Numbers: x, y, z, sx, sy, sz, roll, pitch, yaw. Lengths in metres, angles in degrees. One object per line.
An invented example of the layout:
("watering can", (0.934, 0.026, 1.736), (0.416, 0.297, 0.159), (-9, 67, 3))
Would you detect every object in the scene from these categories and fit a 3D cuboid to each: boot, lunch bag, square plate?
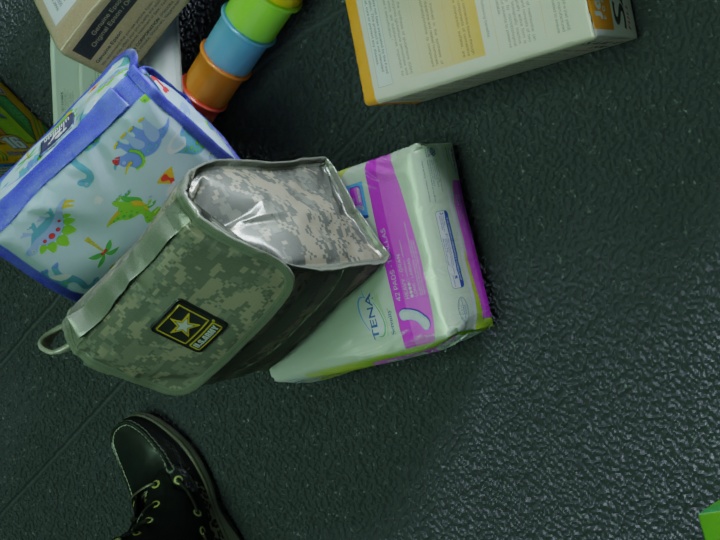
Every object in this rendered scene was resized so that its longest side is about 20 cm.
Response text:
("boot", (-0.194, 0.223, 1.228), (0.073, 0.153, 0.205), (-45, 71, 31))
("lunch bag", (-0.103, 0.005, 1.022), (0.164, 0.199, 0.118), (-43, 70, 30))
("square plate", (-0.224, -0.162, 1.242), (0.197, 0.028, 0.203), (-8, 84, 47))
("lunch bag", (-0.191, -0.068, 1.069), (0.170, 0.200, 0.128), (-45, 79, 4))

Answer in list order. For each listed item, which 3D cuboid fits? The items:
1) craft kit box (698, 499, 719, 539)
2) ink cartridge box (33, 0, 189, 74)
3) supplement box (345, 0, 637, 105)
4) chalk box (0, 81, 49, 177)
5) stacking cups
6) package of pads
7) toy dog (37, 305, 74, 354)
("craft kit box", (0.341, 0.236, 0.911), (0.198, 0.048, 0.200), (-18, 83, 36))
("ink cartridge box", (-0.207, -0.285, 1.166), (0.165, 0.075, 0.201), (-48, 50, 18))
("supplement box", (0.088, -0.203, 1.014), (0.198, 0.073, 0.128), (-11, 90, 37))
("chalk box", (-0.397, -0.119, 1.348), (0.200, 0.124, 0.125), (42, 118, 22))
("stacking cups", (-0.099, -0.188, 1.166), (0.061, 0.060, 0.201), (49, 125, 20))
("package of pads", (0.000, 0.000, 1.110), (0.198, 0.068, 0.157), (-15, 86, 37))
("toy dog", (-0.219, -0.009, 1.240), (0.198, 0.133, 0.097), (-10, 130, 30))
